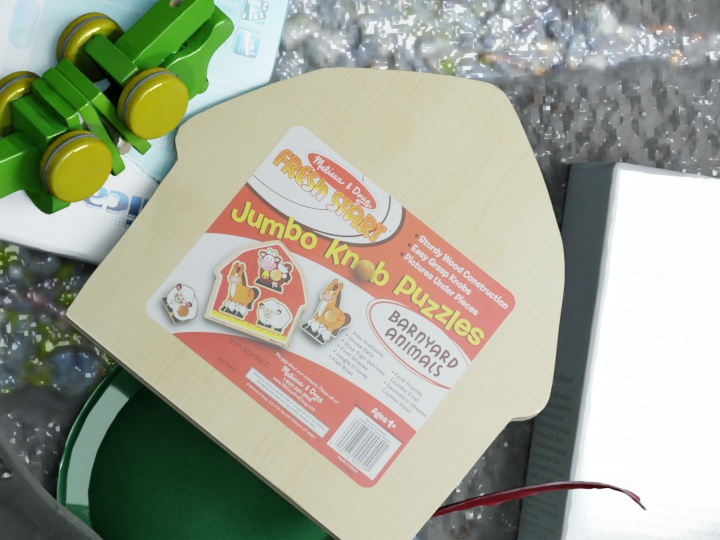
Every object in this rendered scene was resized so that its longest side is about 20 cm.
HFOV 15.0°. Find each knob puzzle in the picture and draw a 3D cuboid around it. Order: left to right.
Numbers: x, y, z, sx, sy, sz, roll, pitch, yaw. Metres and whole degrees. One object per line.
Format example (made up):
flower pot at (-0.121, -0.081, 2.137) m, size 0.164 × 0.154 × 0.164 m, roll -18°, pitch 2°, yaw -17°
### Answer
knob puzzle at (0.000, 0.000, 1.183) m, size 0.219 × 0.030 × 0.220 m, roll 1°, pitch 77°, yaw -6°

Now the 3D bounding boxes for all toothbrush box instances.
toothbrush box at (-0.115, -0.104, 1.214) m, size 0.146 × 0.085 × 0.201 m, roll 13°, pitch 89°, yaw -14°

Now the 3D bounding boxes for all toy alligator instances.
toy alligator at (-0.091, -0.080, 1.154) m, size 0.200 × 0.059 × 0.054 m, roll -40°, pitch 143°, yaw -10°

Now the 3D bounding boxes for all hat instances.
hat at (-0.026, 0.098, 1.199) m, size 0.200 × 0.176 × 0.166 m, roll -42°, pitch 103°, yaw -9°

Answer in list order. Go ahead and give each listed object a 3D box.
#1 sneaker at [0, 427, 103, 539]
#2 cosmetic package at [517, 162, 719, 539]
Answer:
sneaker at (-0.177, 0.113, 1.222) m, size 0.076 × 0.114 × 0.200 m, roll -43°, pitch 130°, yaw -14°
cosmetic package at (0.142, 0.054, 1.296) m, size 0.101 × 0.071 × 0.201 m, roll 9°, pitch 91°, yaw -15°
